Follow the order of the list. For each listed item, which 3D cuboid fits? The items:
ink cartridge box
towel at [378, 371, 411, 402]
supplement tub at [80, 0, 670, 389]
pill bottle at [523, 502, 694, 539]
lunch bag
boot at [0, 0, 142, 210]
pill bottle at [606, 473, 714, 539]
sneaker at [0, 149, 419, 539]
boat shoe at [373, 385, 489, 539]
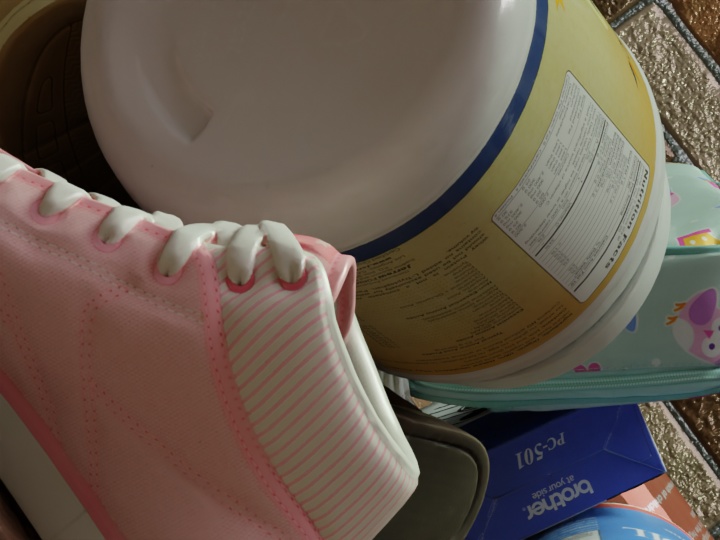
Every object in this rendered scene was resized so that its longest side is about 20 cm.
[{"bbox_3d":[0.070,0.082,1.072,0.200,0.094,0.044,-156,-138,-84],"label":"ink cartridge box"},{"bbox_3d":[0.000,0.000,0.970,0.149,0.031,0.201,-113,-160,-62],"label":"towel"},{"bbox_3d":[0.015,-0.046,0.748,0.145,0.144,0.200,56,9,28],"label":"supplement tub"},{"bbox_3d":[0.103,0.165,0.924,0.112,0.112,0.200,53,5,-4],"label":"pill bottle"},{"bbox_3d":[0.085,0.004,1.010,0.200,0.159,0.078,-98,-178,-78],"label":"lunch bag"},{"bbox_3d":[-0.108,-0.080,0.835,0.156,0.073,0.200,58,0,29],"label":"boot"},{"bbox_3d":[0.145,0.185,1.149,0.200,0.112,0.112,53,5,4],"label":"pill bottle"},{"bbox_3d":[-0.063,0.000,0.586,0.201,0.104,0.075,53,7,4],"label":"sneaker"},{"bbox_3d":[-0.036,0.051,0.754,0.068,0.072,0.200,24,-8,36],"label":"boat shoe"}]
